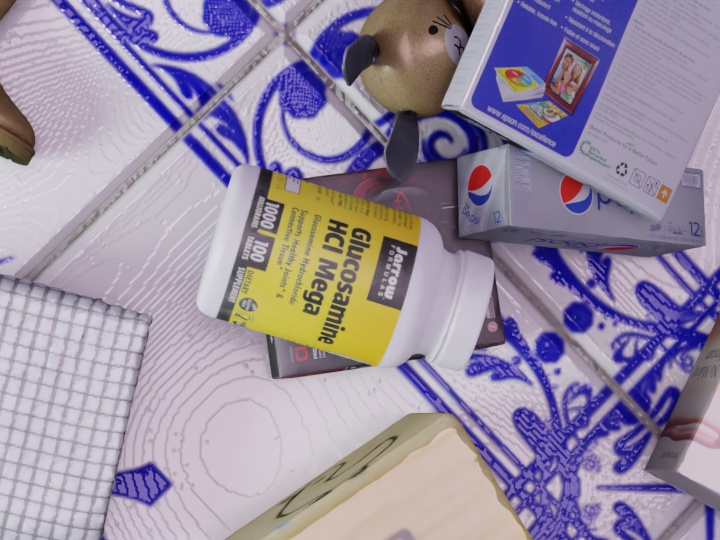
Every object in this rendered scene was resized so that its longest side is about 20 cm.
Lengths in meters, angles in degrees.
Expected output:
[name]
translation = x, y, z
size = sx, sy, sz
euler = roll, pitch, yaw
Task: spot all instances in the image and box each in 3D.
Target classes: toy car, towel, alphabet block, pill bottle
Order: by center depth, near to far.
[pill bottle]
translation = -0.010, 0.004, 1.269
size = 0.198, 0.112, 0.114
euler = 16, 83, -6
[alphabet block]
translation = 0.023, 0.238, 1.292
size = 0.199, 0.195, 0.198
euler = -33, 92, -9
[toy car]
translation = 0.060, -0.166, 1.302
size = 0.200, 0.157, 0.165
euler = -49, 121, -36
[towel]
translation = -0.254, 0.109, 1.324
size = 0.164, 0.086, 0.202
euler = 12, 86, -4

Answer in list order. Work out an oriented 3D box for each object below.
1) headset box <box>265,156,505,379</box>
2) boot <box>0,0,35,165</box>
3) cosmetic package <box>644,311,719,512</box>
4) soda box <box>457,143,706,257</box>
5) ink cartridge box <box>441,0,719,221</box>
[headset box]
translation = 0.000, 0.000, 1.366
size = 0.197, 0.075, 0.151
euler = -7, 87, -8
[boot]
translation = -0.272, -0.207, 1.355
size = 0.174, 0.066, 0.201
euler = 36, 81, -3
[cosmetic package]
translation = 0.311, 0.087, 1.385
size = 0.087, 0.103, 0.202
euler = 27, 81, -2
[soda box]
translation = 0.171, -0.052, 1.356
size = 0.198, 0.068, 0.064
euler = 5, 80, -33
[ink cartridge box]
translation = 0.180, -0.167, 1.280
size = 0.196, 0.047, 0.202
euler = 26, 86, -25
